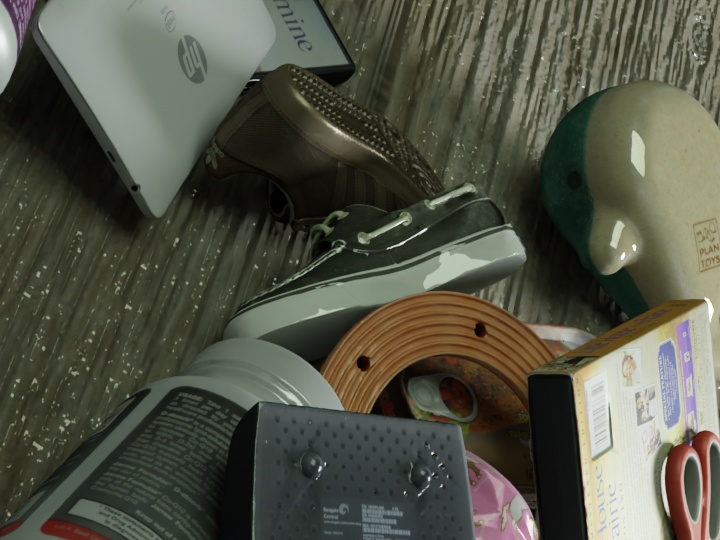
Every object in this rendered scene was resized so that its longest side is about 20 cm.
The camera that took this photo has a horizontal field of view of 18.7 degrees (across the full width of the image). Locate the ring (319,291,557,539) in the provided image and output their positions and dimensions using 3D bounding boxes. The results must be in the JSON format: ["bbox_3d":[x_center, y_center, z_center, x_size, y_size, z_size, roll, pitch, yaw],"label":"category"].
[{"bbox_3d":[0.048,0.111,1.165,0.200,0.019,0.201,9,74,-35],"label":"ring"}]

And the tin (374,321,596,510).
[{"bbox_3d":[0.093,0.085,1.262,0.199,0.042,0.112,8,49,-38],"label":"tin"}]

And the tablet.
[{"bbox_3d":[-0.108,-0.133,1.213,0.130,0.014,0.200,60,34,-26],"label":"tablet"}]

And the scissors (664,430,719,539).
[{"bbox_3d":[0.190,0.190,1.227,0.073,0.014,0.201,9,79,-62],"label":"scissors"}]

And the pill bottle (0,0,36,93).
[{"bbox_3d":[-0.221,-0.144,1.109,0.112,0.112,0.200,30,42,-20],"label":"pill bottle"}]

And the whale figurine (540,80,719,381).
[{"bbox_3d":[0.179,-0.019,1.398,0.159,0.104,0.201,-18,95,-49],"label":"whale figurine"}]

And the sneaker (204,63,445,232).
[{"bbox_3d":[-0.015,-0.054,1.265,0.200,0.075,0.071,35,24,-49],"label":"sneaker"}]

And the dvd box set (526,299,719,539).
[{"bbox_3d":[0.152,0.106,1.210,0.200,0.029,0.147,-21,107,-58],"label":"dvd box set"}]

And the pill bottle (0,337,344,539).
[{"bbox_3d":[-0.087,0.120,1.007,0.116,0.116,0.200,45,40,-2],"label":"pill bottle"}]

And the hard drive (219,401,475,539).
[{"bbox_3d":[-0.005,0.163,0.952,0.135,0.042,0.201,9,72,-41],"label":"hard drive"}]

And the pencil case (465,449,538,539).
[{"bbox_3d":[0.012,0.176,1.050,0.087,0.083,0.200,56,48,-25],"label":"pencil case"}]

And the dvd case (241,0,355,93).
[{"bbox_3d":[-0.104,-0.167,1.307,0.200,0.018,0.143,-11,65,-47],"label":"dvd case"}]

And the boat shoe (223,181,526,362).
[{"bbox_3d":[0.000,0.000,1.207,0.200,0.071,0.064,-19,72,-36],"label":"boat shoe"}]
